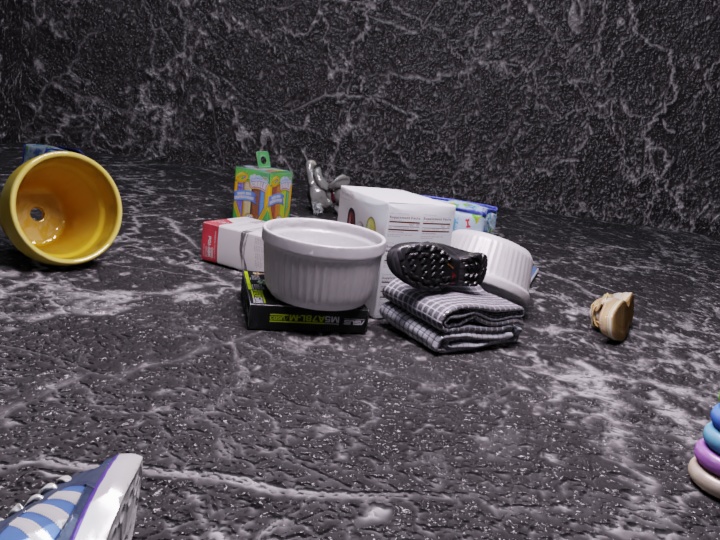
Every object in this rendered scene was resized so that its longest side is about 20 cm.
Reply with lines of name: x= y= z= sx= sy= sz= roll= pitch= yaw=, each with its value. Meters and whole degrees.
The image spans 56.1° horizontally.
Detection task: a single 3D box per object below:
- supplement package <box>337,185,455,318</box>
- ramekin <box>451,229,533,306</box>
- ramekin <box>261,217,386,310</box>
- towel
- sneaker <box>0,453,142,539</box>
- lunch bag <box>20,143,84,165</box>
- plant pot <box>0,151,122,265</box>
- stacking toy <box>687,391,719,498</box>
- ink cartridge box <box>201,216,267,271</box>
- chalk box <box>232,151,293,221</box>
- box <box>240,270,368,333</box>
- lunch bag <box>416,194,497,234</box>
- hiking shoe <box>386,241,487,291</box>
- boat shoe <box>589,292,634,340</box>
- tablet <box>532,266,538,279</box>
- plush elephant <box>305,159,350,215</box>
supplement package: x=0.053 y=-0.039 z=1.242 sx=0.145 sy=0.204 sz=0.191 roll=0 pitch=14 yaw=-28
ramekin: x=0.239 y=-0.008 z=1.301 sx=0.199 sy=0.096 sz=0.202 roll=19 pitch=-6 yaw=2
ramekin: x=-0.062 y=-0.011 z=1.076 sx=0.197 sy=0.107 sz=0.200 roll=7 pitch=15 yaw=-2
towel: x=0.153 y=0.065 z=1.110 sx=0.198 sy=0.087 sz=0.165 roll=-2 pitch=16 yaw=-35
sneaker: x=-0.230 y=0.174 z=0.427 sx=0.144 sy=0.082 sz=0.200 roll=10 pitch=18 yaw=-5
lunch bag: x=-0.961 y=-0.334 z=2.176 sx=0.168 sy=0.130 sz=0.199 roll=15 pitch=2 yaw=39
plant pot: x=-0.578 y=-0.109 z=1.259 sx=0.187 sy=0.205 sz=0.199 roll=-1 pitch=4 yaw=45
stacking toy: x=0.399 y=0.131 z=0.690 sx=0.084 sy=0.204 sz=0.085 roll=6 pitch=12 yaw=-1
ink cartridge box: x=-0.210 y=-0.050 z=1.411 sx=0.197 sy=0.084 sz=0.146 roll=14 pitch=14 yaw=28
chalk box: x=-0.271 y=-0.229 z=1.890 sx=0.122 sy=0.204 sz=0.124 roll=12 pitch=14 yaw=24
box: x=-0.100 y=0.049 z=1.130 sx=0.190 sy=0.048 sz=0.200 roll=1 pitch=15 yaw=-15
lunch bag: x=0.183 y=-0.069 z=1.482 sx=0.198 sy=0.173 sz=0.127 roll=15 pitch=17 yaw=29
hiking shoe: x=0.109 y=-0.009 z=1.093 sx=0.198 sy=0.077 sz=0.100 roll=7 pitch=4 yaw=-36
boat shoe: x=0.460 y=0.084 z=1.253 sx=0.068 sy=0.075 sz=0.199 roll=0 pitch=7 yaw=30
tablet: x=0.364 y=0.003 z=1.659 sx=0.128 sy=0.014 sz=0.200 roll=12 pitch=14 yaw=19
plush elephant: x=-0.097 y=-0.267 z=2.267 sx=0.152 sy=0.166 sz=0.202 roll=-8 pitch=44 yaw=-8
